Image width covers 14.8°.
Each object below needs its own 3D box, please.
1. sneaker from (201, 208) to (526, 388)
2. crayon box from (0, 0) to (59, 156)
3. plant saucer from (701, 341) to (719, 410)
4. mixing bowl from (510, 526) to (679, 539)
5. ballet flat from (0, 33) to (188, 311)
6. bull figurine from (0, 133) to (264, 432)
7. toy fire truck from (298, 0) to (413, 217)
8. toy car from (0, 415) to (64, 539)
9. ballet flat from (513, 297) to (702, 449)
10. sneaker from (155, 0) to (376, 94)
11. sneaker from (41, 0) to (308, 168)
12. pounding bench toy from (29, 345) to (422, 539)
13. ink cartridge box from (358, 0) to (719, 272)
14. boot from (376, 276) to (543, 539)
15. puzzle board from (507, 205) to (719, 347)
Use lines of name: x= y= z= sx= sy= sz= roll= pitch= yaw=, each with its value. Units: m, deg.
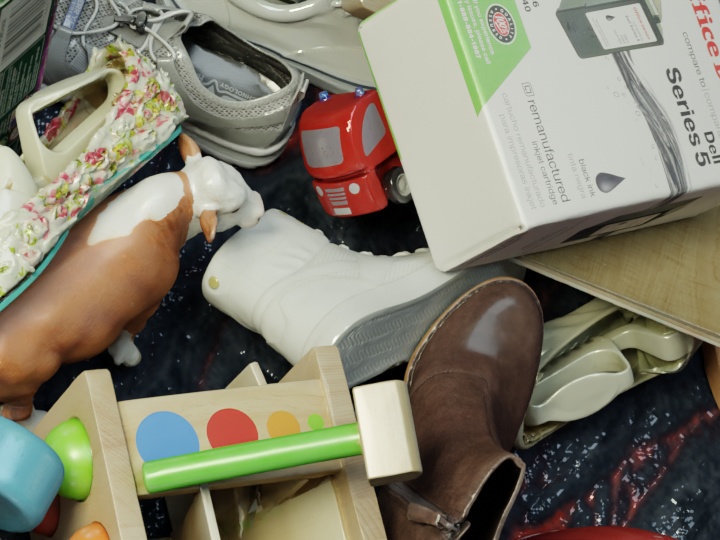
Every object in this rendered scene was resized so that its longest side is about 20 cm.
sneaker: x=0.000 y=0.000 z=1.529 sx=0.115 sy=0.074 sz=0.200 roll=34 pitch=26 yaw=27
crayon box: x=-0.240 y=-0.136 z=1.394 sx=0.172 sy=0.200 sz=0.058 roll=37 pitch=56 yaw=10
plant saucer: x=0.299 y=0.052 z=1.665 sx=0.200 sy=0.032 sz=0.201 roll=10 pitch=62 yaw=-20
mixing bowl: x=0.146 y=0.216 z=1.473 sx=0.199 sy=0.108 sz=0.201 roll=10 pitch=63 yaw=-20
ballet flat: x=-0.163 y=-0.048 z=1.384 sx=0.200 sy=0.075 sz=0.064 roll=-50 pitch=122 yaw=-41
bull figurine: x=-0.139 y=0.013 z=1.427 sx=0.200 sy=0.122 sz=0.065 roll=-32 pitch=66 yaw=-31
toy fire truck: x=0.030 y=-0.133 z=1.560 sx=0.200 sy=0.049 sz=0.141 roll=-37 pitch=112 yaw=-37
toy car: x=-0.263 y=0.106 z=1.258 sx=0.176 sy=0.200 sz=0.185 roll=13 pitch=60 yaw=29
ballet flat: x=0.147 y=0.046 z=1.573 sx=0.200 sy=0.069 sz=0.070 roll=-27 pitch=79 yaw=-25
sneaker: x=-0.016 y=-0.147 z=1.594 sx=0.199 sy=0.071 sz=0.073 roll=11 pitch=62 yaw=-22
sneaker: x=-0.119 y=-0.129 z=1.533 sx=0.199 sy=0.082 sz=0.075 roll=20 pitch=60 yaw=-15
pounding bench toy: x=-0.076 y=0.108 z=1.368 sx=0.155 sy=0.200 sz=0.125 roll=-4 pitch=68 yaw=-26
ink cartridge box: x=0.116 y=-0.093 z=1.523 sx=0.200 sy=0.084 sz=0.146 roll=-13 pitch=80 yaw=-38
boot: x=0.061 y=0.094 z=1.424 sx=0.072 sy=0.166 sz=0.201 roll=29 pitch=82 yaw=-13
puzzle board: x=0.168 y=-0.033 z=1.605 sx=0.150 sy=0.017 sz=0.200 roll=21 pitch=35 yaw=0
